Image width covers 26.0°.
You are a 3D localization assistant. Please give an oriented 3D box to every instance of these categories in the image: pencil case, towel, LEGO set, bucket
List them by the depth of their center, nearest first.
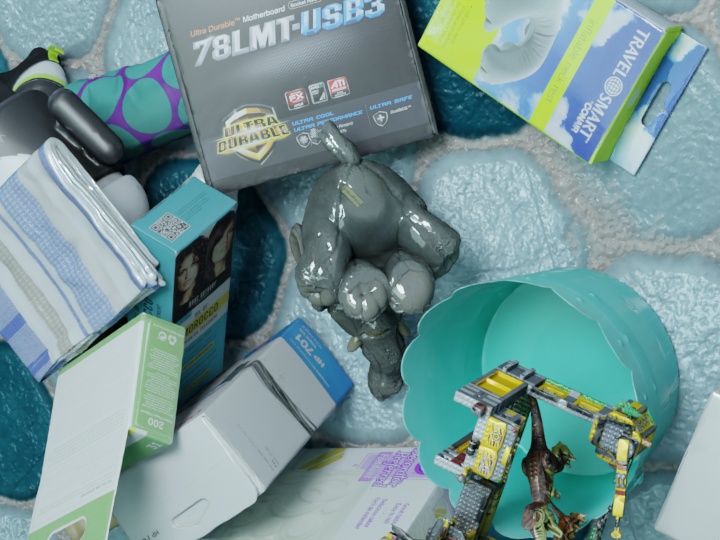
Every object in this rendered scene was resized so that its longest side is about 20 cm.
[{"bbox_3d":[0.113,0.164,1.104,0.153,0.116,0.201,32,113,19],"label":"LEGO set"},{"bbox_3d":[0.145,0.096,1.220,0.205,0.134,0.210,5,101,29],"label":"bucket"},{"bbox_3d":[-0.256,-0.004,1.274,0.200,0.024,0.147,-36,93,40],"label":"towel"},{"bbox_3d":[-0.182,-0.156,1.386,0.199,0.085,0.093,-17,75,30],"label":"pencil case"}]

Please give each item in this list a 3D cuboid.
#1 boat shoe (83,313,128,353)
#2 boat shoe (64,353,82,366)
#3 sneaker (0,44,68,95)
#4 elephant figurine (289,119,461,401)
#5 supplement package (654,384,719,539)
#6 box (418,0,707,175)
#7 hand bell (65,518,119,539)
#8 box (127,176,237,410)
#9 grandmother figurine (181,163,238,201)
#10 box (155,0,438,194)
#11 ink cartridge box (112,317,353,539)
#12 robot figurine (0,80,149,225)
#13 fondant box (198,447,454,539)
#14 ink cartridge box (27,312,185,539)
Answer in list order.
[{"bbox_3d":[-0.218,0.101,1.409,0.071,0.072,0.201,15,146,8],"label":"boat shoe"},{"bbox_3d":[-0.304,0.022,1.497,0.073,0.068,0.201,-23,88,30],"label":"boat shoe"},{"bbox_3d":[-0.336,-0.143,1.500,0.199,0.071,0.083,-35,47,34],"label":"sneaker"},{"bbox_3d":[0.000,0.000,1.286,0.140,0.200,0.156,24,76,2],"label":"elephant figurine"},{"bbox_3d":[0.338,0.168,1.133,0.199,0.119,0.122,28,113,22],"label":"supplement package"},{"bbox_3d":[0.154,-0.175,1.216,0.199,0.048,0.123,37,115,20],"label":"box"},{"bbox_3d":[-0.171,0.202,1.462,0.198,0.104,0.105,-7,96,17],"label":"hand bell"},{"bbox_3d":[-0.151,0.026,1.309,0.049,0.082,0.201,29,137,20],"label":"box"},{"bbox_3d":[-0.173,-0.022,1.387,0.060,0.122,0.200,25,127,-24],"label":"grandmother figurine"},{"bbox_3d":[-0.054,-0.183,1.275,0.198,0.050,0.200,-14,101,4],"label":"box"},{"bbox_3d":[-0.112,0.143,1.330,0.146,0.200,0.086,-36,94,29],"label":"ink cartridge box"},{"bbox_3d":[-0.275,-0.073,1.339,0.200,0.125,0.150,43,160,4],"label":"robot figurine"},{"bbox_3d":[-0.019,0.211,1.323,0.198,0.144,0.059,-3,115,29],"label":"fondant box"},{"bbox_3d":[-0.206,0.150,1.243,0.145,0.048,0.202,-30,46,44],"label":"ink cartridge box"}]
